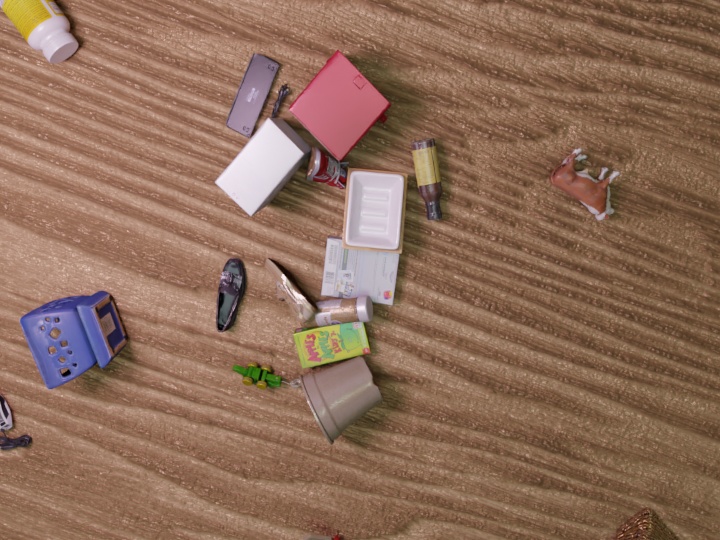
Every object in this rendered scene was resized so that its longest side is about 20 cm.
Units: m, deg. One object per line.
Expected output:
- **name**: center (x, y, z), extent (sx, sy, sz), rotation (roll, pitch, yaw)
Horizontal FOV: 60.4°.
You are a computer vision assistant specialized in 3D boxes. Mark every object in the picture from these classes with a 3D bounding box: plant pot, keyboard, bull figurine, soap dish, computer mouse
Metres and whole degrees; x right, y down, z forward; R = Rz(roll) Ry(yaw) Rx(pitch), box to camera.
- **plant pot**: center (-0.742, 0.169, 1.638), extent (0.175, 0.200, 0.205), rotation (-16, 101, 0)
- **keyboard**: center (-0.254, -0.434, 1.575), extent (0.125, 0.021, 0.203), rotation (27, 103, 2)
- **bull figurine**: center (0.583, -0.218, 1.576), extent (0.197, 0.065, 0.123), rotation (29, 98, -7)
- **soap dish**: center (0.036, -0.150, 1.579), extent (0.153, 0.081, 0.206), rotation (5, 88, 0)
- **plant pot**: center (-0.043, 0.330, 1.668), extent (0.180, 0.200, 0.204), rotation (-27, 101, -4)
- **computer mouse**: center (-1.032, 0.422, 1.781), extent (0.107, 0.044, 0.205), rotation (-10, 108, 9)

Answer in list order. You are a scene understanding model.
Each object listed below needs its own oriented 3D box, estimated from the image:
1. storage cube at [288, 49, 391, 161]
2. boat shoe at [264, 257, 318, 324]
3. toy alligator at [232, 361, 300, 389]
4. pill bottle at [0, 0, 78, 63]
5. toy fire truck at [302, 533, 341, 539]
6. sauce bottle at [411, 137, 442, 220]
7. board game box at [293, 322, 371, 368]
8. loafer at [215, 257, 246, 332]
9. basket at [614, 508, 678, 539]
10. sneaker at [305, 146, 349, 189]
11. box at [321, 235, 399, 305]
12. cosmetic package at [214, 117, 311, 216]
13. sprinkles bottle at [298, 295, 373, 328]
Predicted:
- **storage cube**: center (-0.045, -0.394, 1.499), extent (0.200, 0.171, 0.180), rotation (44, 101, -8)
- **boat shoe**: center (-0.196, 0.051, 1.628), extent (0.065, 0.071, 0.201), rotation (-44, 72, 8)
- **toy alligator**: center (-0.262, 0.305, 1.727), extent (0.195, 0.060, 0.055), rotation (15, 145, -3)
- **pill bottle**: center (-0.784, -0.614, 1.502), extent (0.111, 0.113, 0.202), rotation (-34, 99, 9)
- **toy fire truck**: center (-0.108, 0.851, 1.817), extent (0.175, 0.129, 0.202), rotation (-38, 88, 10)
- **sauce bottle**: center (0.174, -0.232, 1.584), extent (0.063, 0.065, 0.206), rotation (-9, 101, 4)
- **board game box**: center (-0.077, 0.193, 1.696), extent (0.195, 0.048, 0.104), rotation (-14, 102, 5)
- **loafer**: center (-0.353, 0.070, 1.668), extent (0.070, 0.063, 0.205), rotation (12, 103, -1)
- **basket**: center (0.835, 0.827, 1.805), extent (0.200, 0.150, 0.142), rotation (46, 133, -8)
- **sneaker**: center (-0.076, -0.250, 1.524), extent (0.109, 0.200, 0.073), rotation (11, 90, -8)
- **box**: center (0.000, 0.000, 1.654), extent (0.194, 0.041, 0.160), rotation (7, 104, 1)
- **cosmetic package**: center (-0.229, -0.258, 1.521), extent (0.122, 0.200, 0.201), rotation (41, 101, -7)
- **sprinkles bottle**: center (-0.066, 0.111, 1.646), extent (0.195, 0.068, 0.070), rotation (-8, 103, 18)
